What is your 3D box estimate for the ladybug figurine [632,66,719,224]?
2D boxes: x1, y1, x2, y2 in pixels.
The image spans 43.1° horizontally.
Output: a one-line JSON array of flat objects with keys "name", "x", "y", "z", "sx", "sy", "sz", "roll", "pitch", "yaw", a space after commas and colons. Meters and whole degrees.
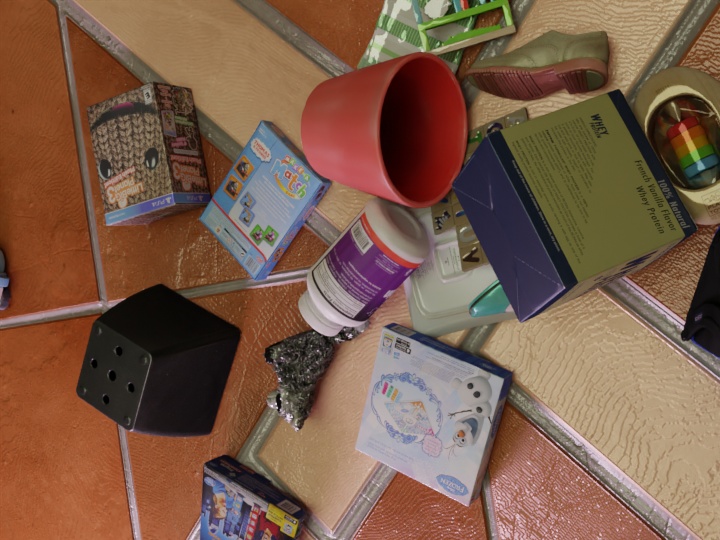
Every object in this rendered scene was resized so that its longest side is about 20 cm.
[{"name": "ladybug figurine", "x": 0.407, "y": -0.149, "z": 1.109, "sx": 0.134, "sy": 0.072, "sz": 0.203, "roll": -23, "pitch": 82, "yaw": 28}]

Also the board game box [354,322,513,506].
[{"name": "board game box", "x": 0.101, "y": 0.205, "z": 1.318, "sx": 0.198, "sy": 0.043, "sz": 0.202, "roll": 22, "pitch": 108, "yaw": 26}]

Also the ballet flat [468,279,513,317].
[{"name": "ballet flat", "x": 0.232, "y": 0.008, "z": 1.203, "sx": 0.200, "sy": 0.067, "sz": 0.071, "roll": -45, "pitch": 75, "yaw": 6}]

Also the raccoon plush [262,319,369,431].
[{"name": "raccoon plush", "x": -0.063, "y": 0.160, "z": 1.392, "sx": 0.198, "sy": 0.096, "sz": 0.136, "roll": -20, "pitch": 92, "yaw": 29}]

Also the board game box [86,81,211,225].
[{"name": "board game box", "x": -0.354, "y": -0.190, "z": 1.522, "sx": 0.157, "sy": 0.096, "sz": 0.204, "roll": -13, "pitch": 87, "yaw": 29}]

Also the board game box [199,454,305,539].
[{"name": "board game box", "x": -0.190, "y": 0.442, "z": 1.497, "sx": 0.198, "sy": 0.061, "sz": 0.203, "roll": 24, "pitch": 106, "yaw": 26}]

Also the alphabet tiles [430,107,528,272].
[{"name": "alphabet tiles", "x": 0.168, "y": -0.105, "z": 1.245, "sx": 0.165, "sy": 0.008, "sz": 0.203, "roll": -20, "pitch": 63, "yaw": 29}]

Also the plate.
[{"name": "plate", "x": 0.135, "y": -0.015, "z": 1.296, "sx": 0.197, "sy": 0.032, "sz": 0.203, "roll": -15, "pitch": 87, "yaw": 30}]

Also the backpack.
[{"name": "backpack", "x": 0.475, "y": 0.038, "z": 1.002, "sx": 0.165, "sy": 0.200, "sz": 0.166, "roll": 8, "pitch": 102, "yaw": -3}]

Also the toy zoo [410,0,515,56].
[{"name": "toy zoo", "x": 0.125, "y": -0.404, "z": 1.237, "sx": 0.129, "sy": 0.020, "sz": 0.204, "roll": -14, "pitch": 97, "yaw": 8}]

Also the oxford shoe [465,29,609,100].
[{"name": "oxford shoe", "x": 0.236, "y": -0.275, "z": 1.212, "sx": 0.197, "sy": 0.071, "sz": 0.075, "roll": 4, "pitch": 71, "yaw": 30}]

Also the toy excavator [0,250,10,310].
[{"name": "toy excavator", "x": -0.756, "y": -0.041, "z": 1.774, "sx": 0.192, "sy": 0.100, "sz": 0.203, "roll": 15, "pitch": 88, "yaw": 26}]

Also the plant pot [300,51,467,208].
[{"name": "plant pot", "x": 0.024, "y": -0.194, "z": 1.262, "sx": 0.176, "sy": 0.198, "sz": 0.204, "roll": 10, "pitch": 99, "yaw": 43}]

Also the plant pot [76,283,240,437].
[{"name": "plant pot", "x": -0.347, "y": 0.159, "z": 1.500, "sx": 0.198, "sy": 0.177, "sz": 0.203, "roll": 26, "pitch": 107, "yaw": 25}]

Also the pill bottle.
[{"name": "pill bottle", "x": 0.000, "y": 0.000, "z": 1.295, "sx": 0.200, "sy": 0.112, "sz": 0.113, "roll": -47, "pitch": 72, "yaw": 26}]

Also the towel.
[{"name": "towel", "x": 0.087, "y": -0.348, "z": 1.304, "sx": 0.151, "sy": 0.023, "sz": 0.203, "roll": 29, "pitch": 107, "yaw": 24}]

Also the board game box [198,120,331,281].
[{"name": "board game box", "x": -0.154, "y": -0.110, "z": 1.450, "sx": 0.151, "sy": 0.036, "sz": 0.201, "roll": 45, "pitch": 114, "yaw": 19}]

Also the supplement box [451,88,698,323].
[{"name": "supplement box", "x": 0.253, "y": -0.078, "z": 1.105, "sx": 0.202, "sy": 0.197, "sz": 0.134, "roll": 64, "pitch": 160, "yaw": 13}]
